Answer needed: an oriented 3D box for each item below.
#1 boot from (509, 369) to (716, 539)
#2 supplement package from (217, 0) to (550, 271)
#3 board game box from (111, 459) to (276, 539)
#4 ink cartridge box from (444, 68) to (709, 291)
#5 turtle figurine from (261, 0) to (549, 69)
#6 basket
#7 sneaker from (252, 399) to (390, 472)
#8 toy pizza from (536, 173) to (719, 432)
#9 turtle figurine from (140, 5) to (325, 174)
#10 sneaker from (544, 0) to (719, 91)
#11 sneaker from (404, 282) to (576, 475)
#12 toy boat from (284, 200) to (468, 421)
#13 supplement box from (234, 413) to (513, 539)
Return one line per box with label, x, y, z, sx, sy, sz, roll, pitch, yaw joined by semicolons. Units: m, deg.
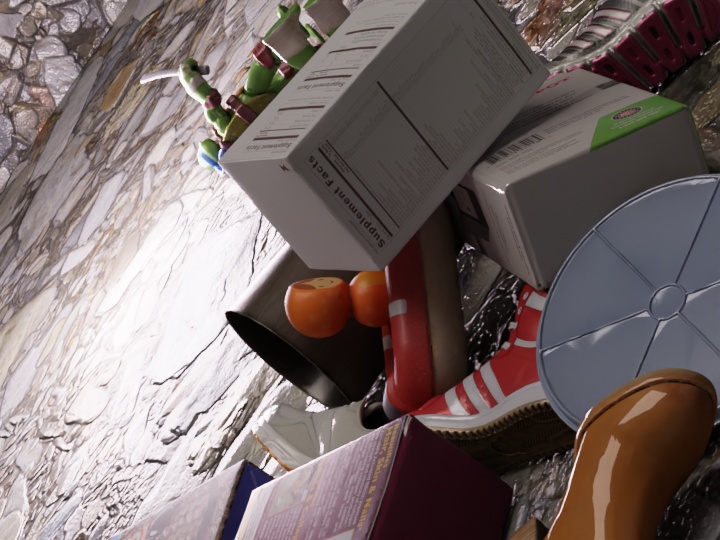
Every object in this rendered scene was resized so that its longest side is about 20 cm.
boot;0.149;0.167;1.105;0.201;0.073;0.155;-58;16;25
supplement package;0.016;-0.108;1.368;0.200;0.114;0.109;-49;22;-20
board game box;-0.132;0.268;1.532;0.200;0.097;0.160;-34;29;42
ink cartridge box;0.145;-0.071;1.398;0.145;0.085;0.200;-24;18;-9
turtle figurine;0.022;-0.181;1.738;0.200;0.194;0.144;-45;14;-9
basket;0.000;0.000;1.615;0.200;0.136;0.180;-52;-8;-12
sneaker;-0.015;0.137;1.536;0.092;0.076;0.200;-48;28;-5
toy pizza;0.202;0.027;1.232;0.199;0.032;0.201;-24;46;26
turtle figurine;-0.138;-0.221;2.213;0.194;0.144;0.200;-44;26;10
sneaker;0.200;-0.175;1.535;0.200;0.074;0.088;-37;27;27
sneaker;0.100;0.077;1.361;0.199;0.071;0.113;-20;43;44
toy boat;0.007;0.019;1.465;0.131;0.130;0.202;97;168;-72
supplement box;-0.004;0.204;1.347;0.200;0.103;0.132;-30;31;49
